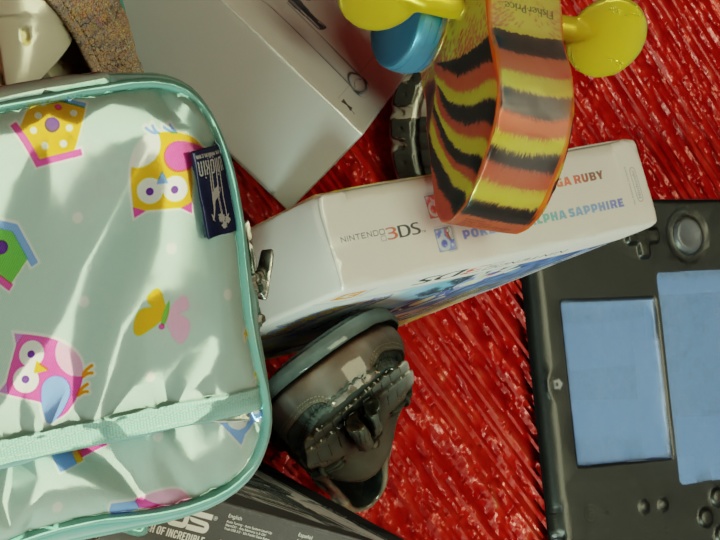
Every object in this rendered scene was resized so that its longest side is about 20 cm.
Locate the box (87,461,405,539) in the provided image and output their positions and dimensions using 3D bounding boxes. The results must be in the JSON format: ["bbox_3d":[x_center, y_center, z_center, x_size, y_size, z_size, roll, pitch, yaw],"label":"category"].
[{"bbox_3d":[-0.090,0.099,0.864,0.200,0.158,0.050,20,89,-33],"label":"box"}]

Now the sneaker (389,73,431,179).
[{"bbox_3d":[0.073,-0.119,1.086,0.085,0.074,0.200,21,84,-73],"label":"sneaker"}]

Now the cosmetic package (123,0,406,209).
[{"bbox_3d":[-0.052,-0.116,0.911,0.151,0.052,0.200,45,18,-6],"label":"cosmetic package"}]

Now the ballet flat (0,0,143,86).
[{"bbox_3d":[-0.117,-0.070,0.799,0.067,0.068,0.200,-58,133,-38],"label":"ballet flat"}]

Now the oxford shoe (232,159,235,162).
[{"bbox_3d":[-0.092,-0.094,0.957,0.200,0.071,0.074,8,74,-37],"label":"oxford shoe"}]

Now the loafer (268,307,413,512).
[{"bbox_3d":[-0.002,0.066,0.917,0.072,0.200,0.063,-34,82,-9],"label":"loafer"}]

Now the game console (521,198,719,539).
[{"bbox_3d":[0.166,0.060,1.154,0.177,0.031,0.201,-1,82,-38],"label":"game console"}]

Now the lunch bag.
[{"bbox_3d":[-0.126,0.021,0.696,0.200,0.077,0.161,-12,97,-21],"label":"lunch bag"}]

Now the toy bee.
[{"bbox_3d":[0.046,-0.122,0.834,0.131,0.109,0.200,-14,64,-37],"label":"toy bee"}]

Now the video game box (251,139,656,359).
[{"bbox_3d":[0.000,0.000,0.926,0.182,0.200,0.047,-9,81,-38],"label":"video game box"}]
